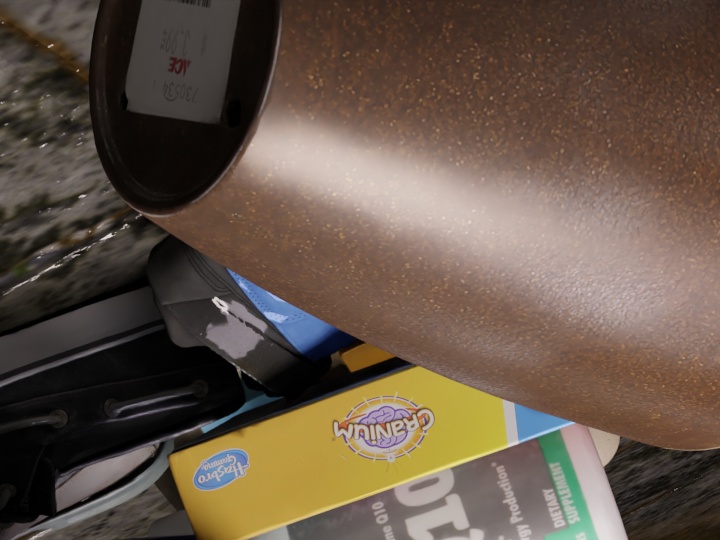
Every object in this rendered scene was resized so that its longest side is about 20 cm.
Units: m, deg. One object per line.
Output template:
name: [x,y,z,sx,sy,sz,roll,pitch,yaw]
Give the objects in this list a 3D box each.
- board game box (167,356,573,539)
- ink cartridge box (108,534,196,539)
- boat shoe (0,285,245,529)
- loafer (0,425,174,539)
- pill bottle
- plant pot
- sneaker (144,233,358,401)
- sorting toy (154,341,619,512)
board game box: [0.036,0.049,0.870,0.200,0.040,0.153,-20,179,7]
ink cartridge box: [-0.151,0.126,0.812,0.200,0.043,0.196,-21,165,40]
boat shoe: [-0.143,0.070,0.891,0.200,0.068,0.072,-21,163,-15]
loafer: [-0.176,0.094,0.945,0.200,0.072,0.063,-28,146,-14]
pill bottle: [0.015,0.124,0.991,0.200,0.113,0.113,-20,164,3]
plant pot: [0.030,-0.049,0.640,0.200,0.187,0.187,9,145,-37]
sneaker: [-0.001,-0.001,0.862,0.111,0.077,0.200,-41,155,26]
sorting toy: [0.010,0.078,1.046,0.200,0.037,0.185,-29,131,5]
